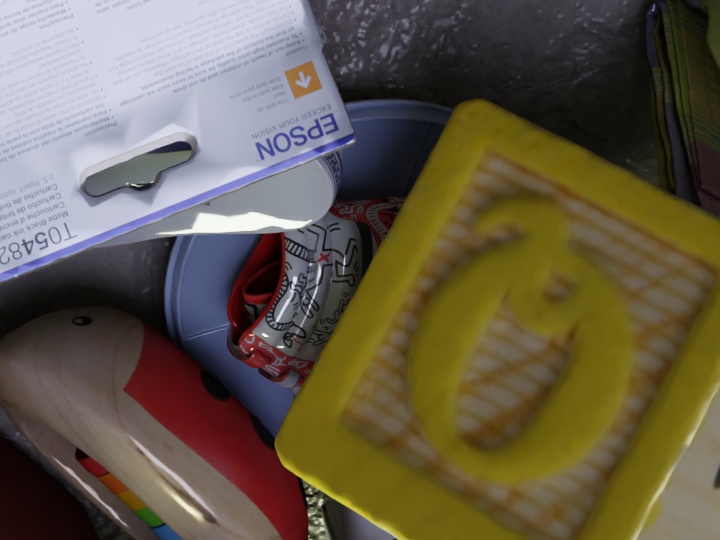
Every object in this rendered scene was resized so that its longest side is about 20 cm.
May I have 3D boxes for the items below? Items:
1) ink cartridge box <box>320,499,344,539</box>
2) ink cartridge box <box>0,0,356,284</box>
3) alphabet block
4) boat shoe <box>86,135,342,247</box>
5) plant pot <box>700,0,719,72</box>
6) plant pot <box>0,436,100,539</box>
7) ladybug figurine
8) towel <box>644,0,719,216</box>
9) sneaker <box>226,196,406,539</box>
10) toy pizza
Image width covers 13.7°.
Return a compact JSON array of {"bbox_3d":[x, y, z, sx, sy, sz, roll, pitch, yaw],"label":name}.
[{"bbox_3d":[0.070,0.202,1.587,0.145,0.083,0.200,-14,123,-6],"label":"ink cartridge box"},{"bbox_3d":[-0.126,-0.115,1.329,0.199,0.041,0.200,-21,101,-1],"label":"ink cartridge box"},{"bbox_3d":[0.117,0.065,1.363,0.200,0.196,0.196,27,90,-53],"label":"alphabet block"},{"bbox_3d":[-0.105,-0.059,1.393,0.199,0.066,0.072,-3,128,13],"label":"boat shoe"},{"bbox_3d":[0.265,-0.136,1.384,0.200,0.201,0.184,33,120,-29],"label":"plant pot"},{"bbox_3d":[-0.219,0.177,1.443,0.176,0.200,0.200,21,115,-38],"label":"plant pot"},{"bbox_3d":[-0.094,0.088,1.456,0.200,0.136,0.072,46,71,-23],"label":"ladybug figurine"},{"bbox_3d":[0.214,-0.042,1.445,0.200,0.144,0.023,28,129,-29],"label":"towel"},{"bbox_3d":[-0.016,0.055,1.449,0.108,0.067,0.202,4,117,-16],"label":"sneaker"},{"bbox_3d":[0.000,0.000,1.477,0.200,0.032,0.201,-7,123,-11],"label":"toy pizza"}]
